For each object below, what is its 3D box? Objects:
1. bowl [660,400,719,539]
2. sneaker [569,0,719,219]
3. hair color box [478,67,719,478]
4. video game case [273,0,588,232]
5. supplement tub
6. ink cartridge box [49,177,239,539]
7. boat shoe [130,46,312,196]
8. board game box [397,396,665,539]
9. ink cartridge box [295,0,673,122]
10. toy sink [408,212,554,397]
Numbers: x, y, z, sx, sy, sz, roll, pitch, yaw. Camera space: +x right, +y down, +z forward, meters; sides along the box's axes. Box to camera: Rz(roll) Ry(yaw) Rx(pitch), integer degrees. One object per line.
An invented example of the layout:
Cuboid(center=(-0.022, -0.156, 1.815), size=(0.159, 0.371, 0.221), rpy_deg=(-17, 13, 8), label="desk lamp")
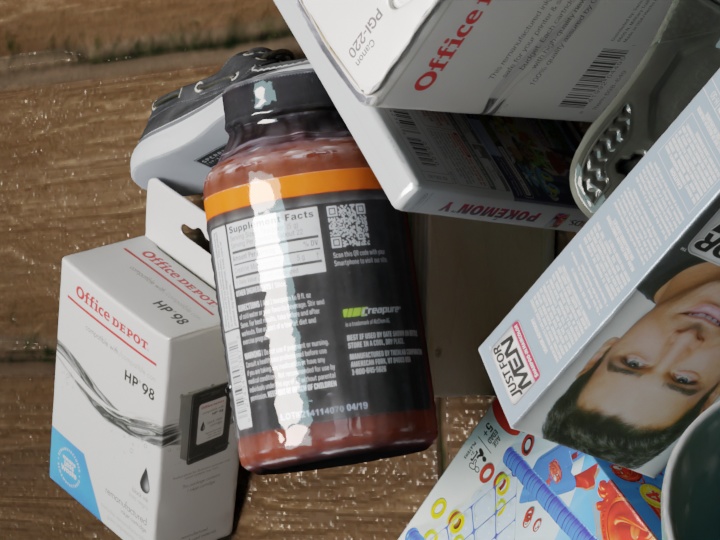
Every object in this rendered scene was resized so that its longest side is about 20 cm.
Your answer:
Cuboid(center=(0.222, 0.158, 1.320), size=(0.201, 0.200, 0.105), rpy_deg=(54, 146, 30), label="bowl")
Cuboid(center=(0.182, -0.096, 1.421), size=(0.076, 0.114, 0.200), rpy_deg=(36, 89, 13), label="sneaker")
Cuboid(center=(0.158, 0.002, 1.348), size=(0.200, 0.099, 0.061), rpy_deg=(-50, 38, 27), label="hair color box")
Cuboid(center=(0.036, -0.106, 1.492), size=(0.023, 0.182, 0.200), rpy_deg=(-46, 59, 28), label="video game case")
Cuboid(center=(-0.023, 0.000, 1.460), size=(0.107, 0.107, 0.201), rpy_deg=(-15, 80, 45), label="supplement tub")
Cuboid(center=(-0.128, 0.059, 1.714), size=(0.116, 0.066, 0.201), rpy_deg=(34, 128, 41), label="ink cartridge box")
Cuboid(center=(-0.063, -0.101, 1.686), size=(0.200, 0.070, 0.067), rpy_deg=(-24, 51, 48), label="boat shoe")
Cuboid(center=(0.108, 0.186, 1.513), size=(0.196, 0.056, 0.200), rpy_deg=(53, 125, 32), label="board game box")
Cuboid(center=(0.088, -0.154, 1.425), size=(0.146, 0.199, 0.085), rpy_deg=(-54, 55, 31), label="ink cartridge box")
Cuboid(center=(0.000, 0.000, 1.581), size=(0.199, 0.112, 0.131), rpy_deg=(4, 93, 46), label="toy sink")
